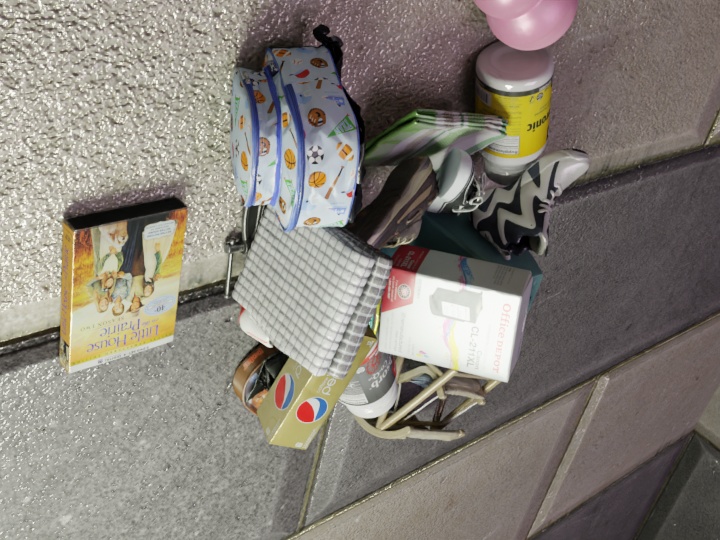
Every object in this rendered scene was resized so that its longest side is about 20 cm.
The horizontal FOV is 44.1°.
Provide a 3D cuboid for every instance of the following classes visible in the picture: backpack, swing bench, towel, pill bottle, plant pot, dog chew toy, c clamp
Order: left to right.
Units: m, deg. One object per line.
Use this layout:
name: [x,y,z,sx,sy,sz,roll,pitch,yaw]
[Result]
c clamp: [-0.098,-0.065,1.185,0.199,0.027,0.172,-18,129,-36]
backpack: [-0.068,-0.142,0.998,0.153,0.191,0.201,-14,134,-18]
towel: [-0.061,0.017,1.103,0.085,0.200,0.167,8,110,-45]
pill bottle: [-0.006,0.145,1.397,0.116,0.116,0.201,-40,145,-13]
towel: [0.094,-0.172,1.222,0.199,0.031,0.149,-6,162,-45]
swing bench: [0.125,0.228,1.608,0.198,0.130,0.201,15,111,-53]
plant pot: [0.172,-0.004,1.384,0.141,0.200,0.142,-13,131,-40]
pill bottle: [0.224,-0.227,1.313,0.111,0.111,0.201,-33,143,-22]
dog chew toy: [0.198,-0.374,1.148,0.199,0.124,0.125,30,99,-46]

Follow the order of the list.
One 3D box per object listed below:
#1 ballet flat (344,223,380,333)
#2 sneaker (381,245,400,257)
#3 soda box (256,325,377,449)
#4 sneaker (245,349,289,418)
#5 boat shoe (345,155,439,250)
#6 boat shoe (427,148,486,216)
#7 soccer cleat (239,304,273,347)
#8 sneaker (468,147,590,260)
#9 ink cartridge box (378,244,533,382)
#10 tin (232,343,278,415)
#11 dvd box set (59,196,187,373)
ballet flat: [0.000,0.000,1.231,0.067,0.066,0.202,-35,118,-49]
sneaker: [0.005,0.019,1.313,0.200,0.090,0.078,-48,146,-9]
soda box: [-0.060,0.141,1.188,0.064,0.068,0.201,17,115,-34]
sneaker: [-0.088,0.126,1.250,0.104,0.060,0.200,-25,158,-42]
boat shoe: [0.048,-0.066,1.176,0.200,0.074,0.073,-51,118,-24]
boat shoe: [0.143,-0.116,1.263,0.199,0.067,0.074,117,-13,-74]
soccer cleat: [-0.078,0.030,1.235,0.199,0.085,0.069,-36,143,-19]
sneaker: [0.271,-0.087,1.316,0.198,0.130,0.080,-26,154,-3]
ink cartridge box: [0.135,0.059,1.279,0.083,0.198,0.147,-51,149,-58]
tin: [-0.123,0.177,1.366,0.112,0.042,0.200,-42,144,-5]
dvd box set: [-0.280,0.017,1.047,0.146,0.029,0.201,-16,132,-39]
